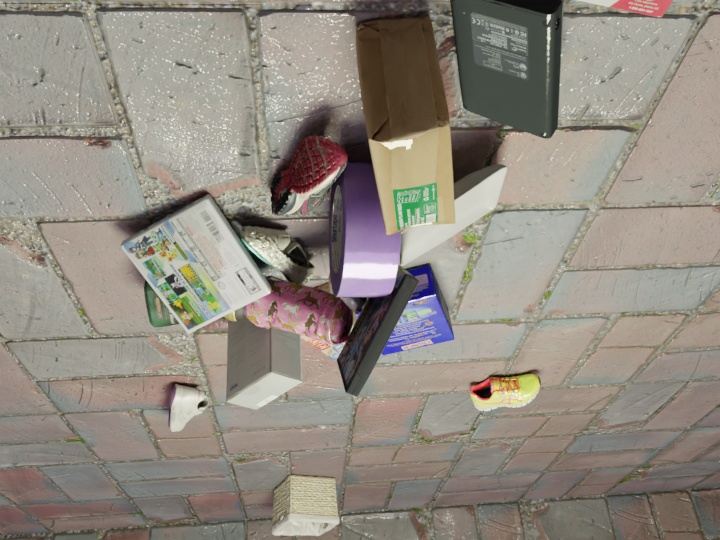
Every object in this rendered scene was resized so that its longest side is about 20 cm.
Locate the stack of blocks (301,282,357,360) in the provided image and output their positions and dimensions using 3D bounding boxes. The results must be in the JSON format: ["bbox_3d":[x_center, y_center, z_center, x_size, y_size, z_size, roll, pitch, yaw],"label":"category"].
[{"bbox_3d":[-0.060,0.111,1.425,0.113,0.060,0.200,-20,144,20],"label":"stack of blocks"}]

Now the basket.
[{"bbox_3d":[-0.200,0.837,2.409,0.195,0.164,0.199,10,144,-24],"label":"basket"}]

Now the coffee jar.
[{"bbox_3d":[-0.290,0.043,1.248,0.194,0.086,0.107,-5,111,-3],"label":"coffee jar"}]

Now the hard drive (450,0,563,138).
[{"bbox_3d":[0.183,-0.262,0.851,0.138,0.033,0.201,28,158,27],"label":"hard drive"}]

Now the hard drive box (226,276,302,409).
[{"bbox_3d":[-0.190,0.143,1.323,0.076,0.205,0.155,23,139,-36],"label":"hard drive box"}]

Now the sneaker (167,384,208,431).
[{"bbox_3d":[-0.439,0.358,1.726,0.097,0.077,0.201,5,145,-14],"label":"sneaker"}]

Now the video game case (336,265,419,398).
[{"bbox_3d":[0.022,0.086,1.099,0.025,0.203,0.181,27,-176,-10],"label":"video game case"}]

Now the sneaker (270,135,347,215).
[{"bbox_3d":[-0.071,-0.141,1.025,0.073,0.083,0.199,1,166,-29],"label":"sneaker"}]

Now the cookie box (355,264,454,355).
[{"bbox_3d":[0.091,0.087,1.396,0.167,0.077,0.201,-14,146,12],"label":"cookie box"}]

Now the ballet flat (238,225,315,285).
[{"bbox_3d":[-0.141,-0.035,1.202,0.070,0.073,0.200,-17,147,18],"label":"ballet flat"}]

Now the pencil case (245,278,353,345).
[{"bbox_3d":[-0.108,0.072,1.194,0.196,0.084,0.087,10,149,29],"label":"pencil case"}]

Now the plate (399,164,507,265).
[{"bbox_3d":[0.137,-0.091,1.088,0.197,0.033,0.200,-32,165,-1],"label":"plate"}]

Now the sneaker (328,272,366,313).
[{"bbox_3d":[0.000,0.000,1.172,0.077,0.201,0.078,-36,109,22],"label":"sneaker"}]

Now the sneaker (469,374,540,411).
[{"bbox_3d":[0.376,0.314,1.785,0.196,0.080,0.090,-23,137,21],"label":"sneaker"}]

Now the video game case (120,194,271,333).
[{"bbox_3d":[-0.277,-0.006,1.155,0.179,0.022,0.202,-25,118,13],"label":"video game case"}]

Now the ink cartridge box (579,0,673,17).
[{"bbox_3d":[0.303,-0.384,0.706,0.141,0.085,0.201,5,146,-15],"label":"ink cartridge box"}]

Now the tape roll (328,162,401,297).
[{"bbox_3d":[0.002,-0.062,1.042,0.082,0.204,0.202,0,147,-10],"label":"tape roll"}]

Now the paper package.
[{"bbox_3d":[0.060,-0.181,0.879,0.100,0.195,0.202,-8,149,4],"label":"paper package"}]
